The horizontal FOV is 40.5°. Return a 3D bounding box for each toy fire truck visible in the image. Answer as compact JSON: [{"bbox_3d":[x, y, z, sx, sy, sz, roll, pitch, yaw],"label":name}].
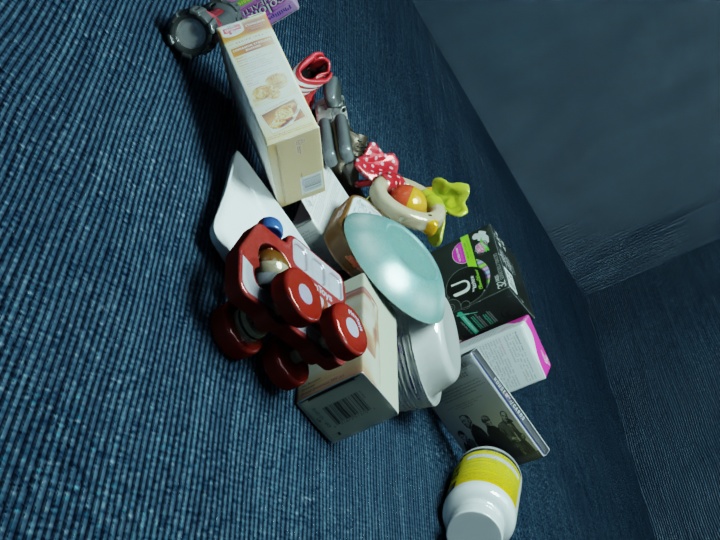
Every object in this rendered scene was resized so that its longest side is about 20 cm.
[{"bbox_3d":[-0.083,0.027,1.122,0.200,0.112,0.169,40,32,-39],"label":"toy fire truck"}]

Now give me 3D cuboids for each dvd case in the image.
[{"bbox_3d":[0.191,0.231,1.567,0.025,0.150,0.200,-37,93,-43],"label":"dvd case"}]

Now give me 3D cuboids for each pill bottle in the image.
[{"bbox_3d":[0.183,0.354,1.475,0.112,0.111,0.200,63,17,-6],"label":"pill bottle"}]

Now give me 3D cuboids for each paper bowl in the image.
[{"bbox_3d":[0.088,0.107,1.477,0.201,0.104,0.202,-11,90,-74],"label":"paper bowl"}]

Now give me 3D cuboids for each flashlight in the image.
[{"bbox_3d":[-0.215,-0.345,1.360,0.200,0.068,0.068,-82,153,-66],"label":"flashlight"}]

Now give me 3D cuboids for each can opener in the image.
[{"bbox_3d":[-0.047,-0.241,1.579,0.201,0.052,0.067,-99,171,-48],"label":"can opener"}]

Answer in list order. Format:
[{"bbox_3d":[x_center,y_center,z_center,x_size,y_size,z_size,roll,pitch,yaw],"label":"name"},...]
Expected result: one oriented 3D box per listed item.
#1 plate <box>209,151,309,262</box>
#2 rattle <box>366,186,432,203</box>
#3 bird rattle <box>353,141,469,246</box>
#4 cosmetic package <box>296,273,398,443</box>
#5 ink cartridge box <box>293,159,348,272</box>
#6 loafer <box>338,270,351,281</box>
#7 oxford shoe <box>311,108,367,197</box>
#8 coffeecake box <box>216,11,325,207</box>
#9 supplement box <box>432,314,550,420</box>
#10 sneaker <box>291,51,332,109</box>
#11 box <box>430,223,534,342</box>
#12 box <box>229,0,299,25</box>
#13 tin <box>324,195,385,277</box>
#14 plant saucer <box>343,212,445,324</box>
[{"bbox_3d":[-0.125,-0.026,1.235,0.200,0.032,0.200,55,21,-29],"label":"plate"},{"bbox_3d":[0.077,-0.053,1.659,0.200,0.142,0.131,-99,-167,-62],"label":"rattle"},{"bbox_3d":[0.075,-0.124,1.572,0.199,0.113,0.163,33,26,-6],"label":"bird rattle"},{"bbox_3d":[-0.015,0.109,1.256,0.087,0.103,0.200,52,21,-29],"label":"cosmetic package"},{"bbox_3d":[-0.071,-0.108,1.474,0.177,0.045,0.200,57,19,-20],"label":"ink cartridge box"},{"bbox_3d":[0.000,0.000,1.489,0.068,0.070,0.201,60,18,-14],"label":"loafer"},{"bbox_3d":[-0.022,-0.195,1.662,0.073,0.084,0.201,-2,72,-75],"label":"oxford shoe"},{"bbox_3d":[-0.118,-0.213,1.301,0.154,0.073,0.201,86,-19,-64],"label":"coffeecake box"},{"bbox_3d":[0.209,0.163,1.652,0.104,0.199,0.101,65,18,1],"label":"supplement box"},{"bbox_3d":[-0.082,-0.294,1.569,0.079,0.115,0.200,62,18,-6],"label":"sneaker"},{"bbox_3d":[0.182,0.042,1.735,0.124,0.199,0.149,43,28,-46],"label":"box"},{"bbox_3d":[-0.202,-0.512,1.553,0.200,0.096,0.177,35,34,-56],"label":"box"},{"bbox_3d":[0.005,-0.047,1.433,0.112,0.042,0.200,39,23,-10],"label":"tin"},{"bbox_3d":[0.061,-0.015,1.383,0.201,0.039,0.201,38,25,-21],"label":"plant saucer"}]
